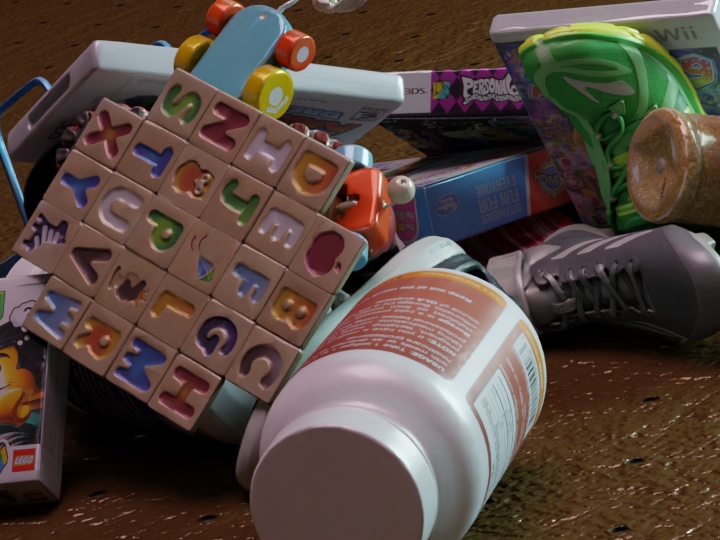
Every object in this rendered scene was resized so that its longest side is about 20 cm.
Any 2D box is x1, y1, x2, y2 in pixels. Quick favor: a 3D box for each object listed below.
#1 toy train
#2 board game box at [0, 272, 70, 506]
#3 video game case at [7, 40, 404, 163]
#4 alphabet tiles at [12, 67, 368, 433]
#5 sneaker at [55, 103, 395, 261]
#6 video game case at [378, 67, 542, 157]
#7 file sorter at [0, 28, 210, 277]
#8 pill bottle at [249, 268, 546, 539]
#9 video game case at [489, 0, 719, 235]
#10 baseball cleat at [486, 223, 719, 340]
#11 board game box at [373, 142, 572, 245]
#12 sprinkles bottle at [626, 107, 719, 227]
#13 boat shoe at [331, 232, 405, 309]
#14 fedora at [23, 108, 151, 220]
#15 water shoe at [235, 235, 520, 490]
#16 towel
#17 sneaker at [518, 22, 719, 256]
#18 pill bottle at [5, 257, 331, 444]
[{"bbox_3d":[-0.035,-0.071,1.646,0.150,0.056,0.200,-13,54,17],"label":"toy train"},{"bbox_3d":[-0.260,0.073,1.656,0.200,0.126,0.035,-7,-28,14],"label":"board game box"},{"bbox_3d":[-0.099,-0.094,1.860,0.200,0.024,0.182,5,-18,-22],"label":"video game case"},{"bbox_3d":[-0.094,-0.013,1.600,0.200,0.167,0.006,29,-4,33],"label":"alphabet tiles"},{"bbox_3d":[-0.073,-0.046,1.737,0.200,0.078,0.082,15,-15,16],"label":"sneaker"},{"bbox_3d":[0.122,-0.097,1.982,0.181,0.036,0.200,-2,-10,20],"label":"video game case"},{"bbox_3d":[-0.172,-0.076,2.033,0.200,0.123,0.139,-19,-2,-26],"label":"file sorter"},{"bbox_3d":[0.016,0.079,1.453,0.112,0.112,0.200,-5,16,19],"label":"pill bottle"},{"bbox_3d":[0.177,-0.089,1.827,0.143,0.200,0.018,-2,50,26],"label":"video game case"},{"bbox_3d":[0.136,0.017,1.709,0.106,0.070,0.200,-22,9,-19],"label":"baseball cleat"},{"bbox_3d":[0.019,-0.043,1.950,0.200,0.040,0.153,-5,10,44],"label":"board game box"},{"bbox_3d":[0.254,-0.053,1.742,0.200,0.068,0.068,4,8,-27],"label":"sprinkles bottle"},{"bbox_3d":[0.000,0.000,1.770,0.072,0.066,0.200,-7,27,-2],"label":"boat shoe"},{"bbox_3d":[-0.117,-0.015,1.849,0.200,0.201,0.092,-6,57,15],"label":"fedora"},{"bbox_3d":[0.013,0.056,1.604,0.079,0.072,0.200,34,55,15],"label":"water shoe"},{"bbox_3d":[0.056,0.002,1.871,0.200,0.023,0.145,-14,17,-12],"label":"towel"},{"bbox_3d":[0.169,-0.071,1.764,0.074,0.200,0.084,-24,35,38],"label":"sneaker"},{"bbox_3d":[-0.118,0.033,1.704,0.111,0.111,0.200,-23,20,-39],"label":"pill bottle"}]
